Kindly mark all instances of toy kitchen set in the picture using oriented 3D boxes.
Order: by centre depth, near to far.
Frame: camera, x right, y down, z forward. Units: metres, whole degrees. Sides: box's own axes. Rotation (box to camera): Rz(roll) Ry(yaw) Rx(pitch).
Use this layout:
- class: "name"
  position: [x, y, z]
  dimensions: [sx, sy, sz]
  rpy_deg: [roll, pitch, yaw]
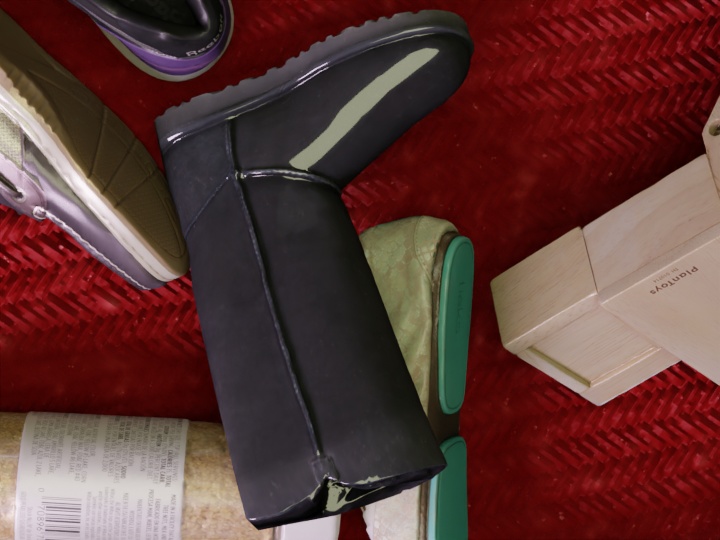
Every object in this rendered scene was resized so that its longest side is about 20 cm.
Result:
- class: "toy kitchen set"
  position: [0.181, -0.046, 0.879]
  dimensions: [0.199, 0.182, 0.163]
  rpy_deg: [-32, 137, 28]

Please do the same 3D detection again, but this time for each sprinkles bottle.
- class: "sprinkles bottle"
  position: [-0.109, 0.101, 0.846]
  dimensions: [0.198, 0.068, 0.069]
  rpy_deg: [3, 91, -5]

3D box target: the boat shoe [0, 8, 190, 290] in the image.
- class: "boat shoe"
  position: [-0.161, -0.062, 0.841]
  dimensions: [0.065, 0.072, 0.200]
  rpy_deg: [-38, 108, 20]

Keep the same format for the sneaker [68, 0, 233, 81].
- class: "sneaker"
  position: [-0.140, -0.168, 0.827]
  dimensions: [0.199, 0.088, 0.076]
  rpy_deg: [35, 88, -5]

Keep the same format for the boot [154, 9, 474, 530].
- class: "boot"
  position: [-0.001, 0.000, 0.812]
  dimensions: [0.163, 0.066, 0.202]
  rpy_deg: [-22, 65, 15]

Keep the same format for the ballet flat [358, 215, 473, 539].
- class: "ballet flat"
  position: [0.021, 0.075, 0.870]
  dimensions: [0.062, 0.067, 0.203]
  rpy_deg: [2, 87, 21]
